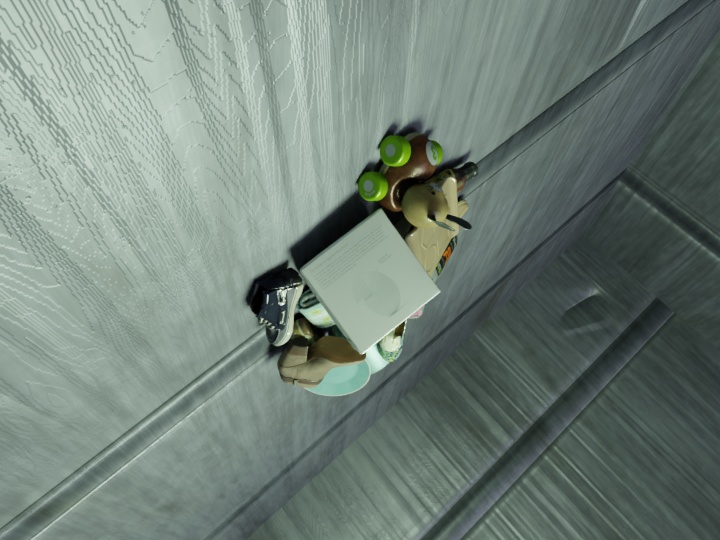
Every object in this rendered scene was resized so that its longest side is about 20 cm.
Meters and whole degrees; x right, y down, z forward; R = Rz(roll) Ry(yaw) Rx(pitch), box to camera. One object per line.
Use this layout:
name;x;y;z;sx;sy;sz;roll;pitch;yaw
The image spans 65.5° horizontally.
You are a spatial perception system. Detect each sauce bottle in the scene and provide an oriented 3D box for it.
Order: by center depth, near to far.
sauce bottle;0.196;-0.198;1.297;0.199;0.066;0.066;-33;157;-32

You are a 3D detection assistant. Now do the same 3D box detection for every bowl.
bowl;-0.005;0.159;1.446;0.200;0.201;0.105;-41;140;-10

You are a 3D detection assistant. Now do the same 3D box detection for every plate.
plate;-0.073;0.243;1.391;0.026;0.198;0.201;-88;-161;-48

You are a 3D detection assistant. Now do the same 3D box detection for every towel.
towel;-0.036;0.065;1.282;0.198;0.049;0.171;-25;154;1

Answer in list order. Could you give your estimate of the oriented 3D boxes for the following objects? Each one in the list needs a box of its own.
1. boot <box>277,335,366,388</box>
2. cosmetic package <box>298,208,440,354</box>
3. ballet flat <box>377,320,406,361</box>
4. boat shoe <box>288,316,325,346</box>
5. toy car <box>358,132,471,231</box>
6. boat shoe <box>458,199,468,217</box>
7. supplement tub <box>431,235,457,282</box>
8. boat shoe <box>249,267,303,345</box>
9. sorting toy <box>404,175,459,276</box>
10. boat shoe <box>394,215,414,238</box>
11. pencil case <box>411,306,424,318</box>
boot;-0.096;0.223;1.317;0.071;0.197;0.147;-82;-175;-48
cosmetic package;0.013;0.021;1.115;0.199;0.201;0.123;-36;-176;-8
ballet flat;0.077;0.132;1.343;0.074;0.074;0.203;-12;115;-55
boat shoe;-0.136;0.167;1.371;0.076;0.072;0.200;-30;152;3
toy car;0.127;-0.146;1.065;0.164;0.200;0.158;-13;143;-55
boat shoe;0.233;-0.105;1.537;0.200;0.065;0.071;-49;159;12
supplement tub;0.160;-0.052;1.372;0.201;0.122;0.123;-56;166;-26
boat shoe;-0.182;0.084;1.116;0.092;0.075;0.201;-18;139;-38
sorting toy;0.155;-0.081;1.228;0.201;0.036;0.186;-53;148;-29
boat shoe;0.099;-0.053;1.269;0.072;0.059;0.201;-34;-155;41
pencil case;0.115;0.090;1.478;0.088;0.087;0.200;-48;163;10
